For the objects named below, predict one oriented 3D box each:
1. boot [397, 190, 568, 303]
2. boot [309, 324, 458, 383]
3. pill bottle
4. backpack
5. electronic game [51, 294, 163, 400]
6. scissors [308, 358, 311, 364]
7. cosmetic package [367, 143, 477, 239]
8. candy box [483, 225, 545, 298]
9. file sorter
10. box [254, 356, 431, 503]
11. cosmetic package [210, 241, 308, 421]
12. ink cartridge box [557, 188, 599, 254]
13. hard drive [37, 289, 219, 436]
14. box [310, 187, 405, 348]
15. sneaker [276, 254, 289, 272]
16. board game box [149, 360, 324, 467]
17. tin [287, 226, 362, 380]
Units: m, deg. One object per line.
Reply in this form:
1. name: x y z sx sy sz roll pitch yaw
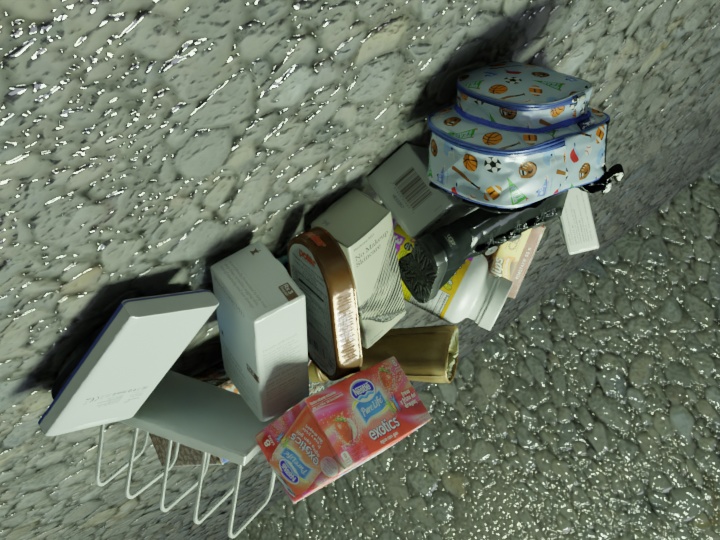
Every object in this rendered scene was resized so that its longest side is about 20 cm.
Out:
1. boot: 0.152 -0.044 1.569 0.199 0.066 0.165 -31 174 -17
2. boot: 0.040 0.092 1.732 0.198 0.176 0.066 -4 133 19
3. pill bottle: 0.102 0.003 1.704 0.105 0.199 0.104 -63 176 -8
4. backpack: 0.172 -0.148 1.436 0.190 0.199 0.155 -32 125 -35
5. electronic game: -0.264 0.093 1.442 0.199 0.042 0.200 -35 167 -9
6. scissors: -0.038 0.071 1.669 0.200 0.014 0.073 -47 154 -29
7. cosmetic package: 0.094 -0.096 1.606 0.074 0.102 0.200 -39 165 16
8. candy box: 0.203 -0.056 1.825 0.200 0.055 0.116 -100 -151 -66
9. file sorter: -0.211 0.223 1.552 0.139 0.198 0.126 -37 142 -65
10. box: -0.018 0.189 1.522 0.102 0.095 0.199 -39 169 35
11. cosmetic package: -0.116 0.074 1.477 0.074 0.102 0.201 -28 144 -20
12. ink cartridge box: 0.262 -0.140 1.645 0.044 0.202 0.176 -13 -166 7
13. hard drive: -0.254 0.101 1.378 0.131 0.025 0.200 -8 144 -52
14. box: 0.000 0.000 1.579 0.082 0.068 0.201 -42 146 -23
15. sneaker: -0.067 0.009 1.603 0.199 0.074 0.082 -26 166 -43
16. board game box: -0.174 0.183 1.742 0.199 0.098 0.159 -26 -171 -38
17. tin: -0.043 0.043 1.515 0.042 0.112 0.201 -25 128 -26
